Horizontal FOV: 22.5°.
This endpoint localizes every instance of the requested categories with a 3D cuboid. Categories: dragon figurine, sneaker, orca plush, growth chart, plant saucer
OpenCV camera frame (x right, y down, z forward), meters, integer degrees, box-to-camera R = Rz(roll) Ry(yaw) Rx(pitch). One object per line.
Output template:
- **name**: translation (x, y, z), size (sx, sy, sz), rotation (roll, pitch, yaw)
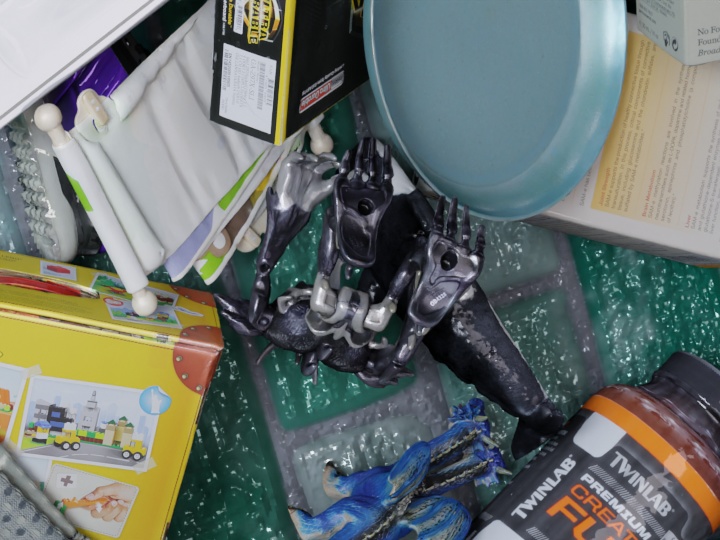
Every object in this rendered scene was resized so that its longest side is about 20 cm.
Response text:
- **dragon figurine**: translation (0.020, 0.131, 1.000), size (0.099, 0.200, 0.059), rotation (-24, 98, 25)
- **sneaker**: translation (-0.143, -0.108, 0.983), size (0.099, 0.070, 0.200), rotation (-12, 102, -19)
- **orca plush**: translation (0.031, 0.023, 1.016), size (0.071, 0.105, 0.200), rotation (-32, 89, -2)
- **growth chart**: translation (-0.082, -0.067, 0.953), size (0.200, 0.018, 0.145), rotation (-48, 128, -44)
- **plant saucer**: translation (0.068, -0.126, 0.944), size (0.200, 0.027, 0.200), rotation (-3, 94, -45)

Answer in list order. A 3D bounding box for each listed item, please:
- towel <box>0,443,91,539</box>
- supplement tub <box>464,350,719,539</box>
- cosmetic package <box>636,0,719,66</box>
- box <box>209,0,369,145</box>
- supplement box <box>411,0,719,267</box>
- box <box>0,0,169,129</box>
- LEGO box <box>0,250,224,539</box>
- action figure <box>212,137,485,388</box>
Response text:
- **towel**: translation (-0.264, 0.131, 0.904), size (0.192, 0.035, 0.200), rotation (-35, 117, 9)
- **supplement tub**: translation (0.142, 0.139, 1.050), size (0.200, 0.107, 0.107), rotation (-46, 103, -9)
- **cosmetic package**: translation (0.201, -0.219, 0.955), size (0.105, 0.071, 0.200), rotation (-13, 118, -10)
- **box**: translation (-0.004, -0.176, 0.924), size (0.049, 0.200, 0.160), rotation (18, 123, 22)
- **supplement box**: translation (0.142, -0.082, 1.054), size (0.200, 0.074, 0.126), rotation (14, 87, -15)
- **box**: translation (-0.151, -0.166, 0.902), size (0.200, 0.060, 0.117), rotation (-40, 105, -8)
- **LEGO box**: translation (-0.188, 0.072, 0.947), size (0.200, 0.077, 0.149), rotation (12, 109, -15)
- **action figure**: translation (0.000, 0.000, 0.931), size (0.119, 0.200, 0.102), rotation (27, 68, -9)
